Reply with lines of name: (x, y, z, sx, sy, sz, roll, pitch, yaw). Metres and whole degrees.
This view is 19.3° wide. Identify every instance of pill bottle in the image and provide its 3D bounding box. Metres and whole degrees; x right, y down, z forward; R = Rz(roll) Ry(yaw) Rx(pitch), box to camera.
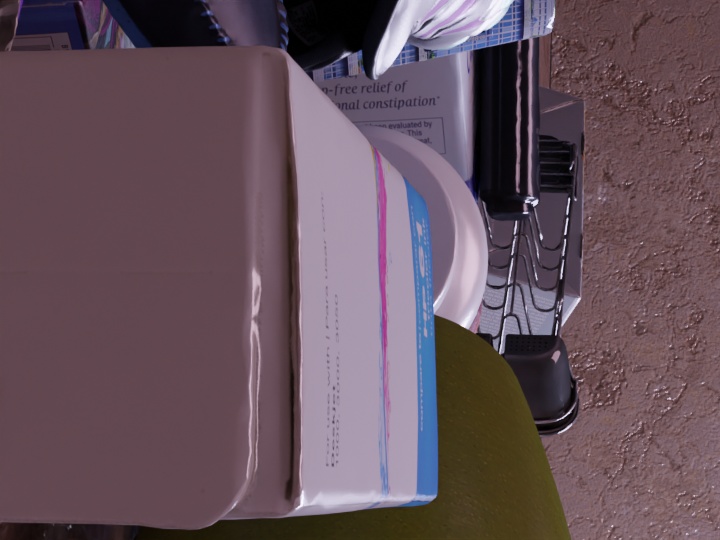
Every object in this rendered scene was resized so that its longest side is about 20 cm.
pill bottle: (0.000, 0.000, 0.925, 0.200, 0.112, 0.114, 80, 10, -82)

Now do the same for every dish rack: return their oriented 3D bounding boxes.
dish rack: (0.044, -0.003, 1.121, 0.201, 0.152, 0.055, -79, 169, -47)

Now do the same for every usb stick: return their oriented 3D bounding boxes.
usb stick: (0.077, -0.127, 1.089, 0.055, 0.032, 0.202, 76, 15, -86)

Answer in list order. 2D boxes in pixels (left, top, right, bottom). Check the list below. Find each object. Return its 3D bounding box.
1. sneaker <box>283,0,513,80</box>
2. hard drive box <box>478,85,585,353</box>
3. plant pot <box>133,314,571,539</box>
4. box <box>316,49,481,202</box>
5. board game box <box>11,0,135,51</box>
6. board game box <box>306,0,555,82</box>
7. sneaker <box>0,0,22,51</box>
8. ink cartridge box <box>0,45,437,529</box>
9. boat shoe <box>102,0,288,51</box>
sneaker: (-0.002, -0.104, 0.773, 0.140, 0.078, 0.200, -49, 167, -18)
hard drive box: (0.064, 0.004, 1.288, 0.200, 0.076, 0.157, 119, -18, -50)
plant pot: (-0.003, 0.113, 0.685, 0.201, 0.185, 0.188, -78, 165, -46)
box: (0.010, -0.151, 1.099, 0.185, 0.104, 0.201, -80, 166, -53)
board game box: (-0.075, -0.072, 0.734, 0.200, 0.043, 0.201, -83, 168, -45)
board game box: (0.028, -0.170, 0.886, 0.062, 0.198, 0.201, -106, -174, -52)
sneaker: (-0.104, -0.134, 0.464, 0.100, 0.069, 0.202, -79, 166, -62)
ink cartridge box: (-0.065, 0.011, 0.453, 0.200, 0.143, 0.085, 28, 62, -80)
boat shoe: (-0.060, -0.150, 0.602, 0.201, 0.068, 0.084, 69, 26, -9)
